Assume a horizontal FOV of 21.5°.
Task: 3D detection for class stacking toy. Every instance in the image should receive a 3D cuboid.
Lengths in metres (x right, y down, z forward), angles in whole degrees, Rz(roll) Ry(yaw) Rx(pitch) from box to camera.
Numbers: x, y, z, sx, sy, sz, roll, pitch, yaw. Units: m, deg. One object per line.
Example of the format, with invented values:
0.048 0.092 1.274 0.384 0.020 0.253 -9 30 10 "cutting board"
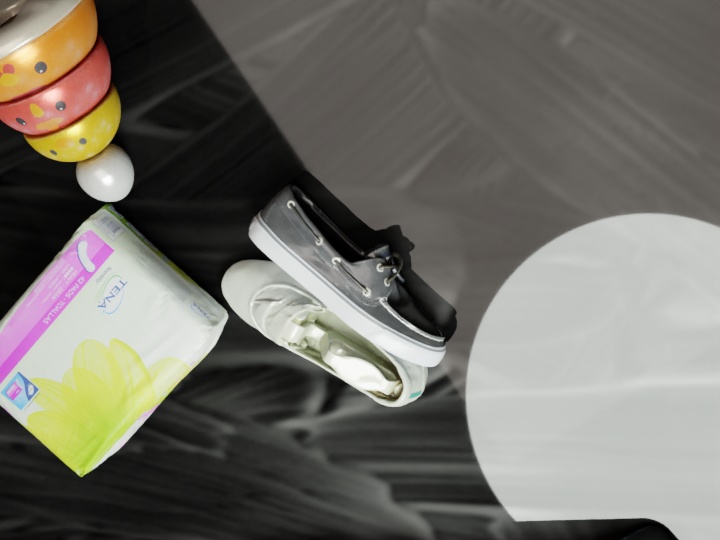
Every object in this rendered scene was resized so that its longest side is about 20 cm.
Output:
-0.247 -0.143 1.596 0.146 0.146 0.200 -24 117 16 "stacking toy"

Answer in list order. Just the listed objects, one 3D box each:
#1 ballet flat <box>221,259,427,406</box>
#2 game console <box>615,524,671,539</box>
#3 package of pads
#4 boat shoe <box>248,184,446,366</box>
-0.033 0.054 1.625 0.200 0.069 0.069 31 109 2 "ballet flat"
0.210 0.349 1.635 0.200 0.116 0.176 -24 131 -16 "game console"
-0.230 0.065 1.664 0.154 0.068 0.200 41 109 -2 "package of pads"
0.000 0.000 1.606 0.200 0.070 0.066 39 110 7 "boat shoe"
